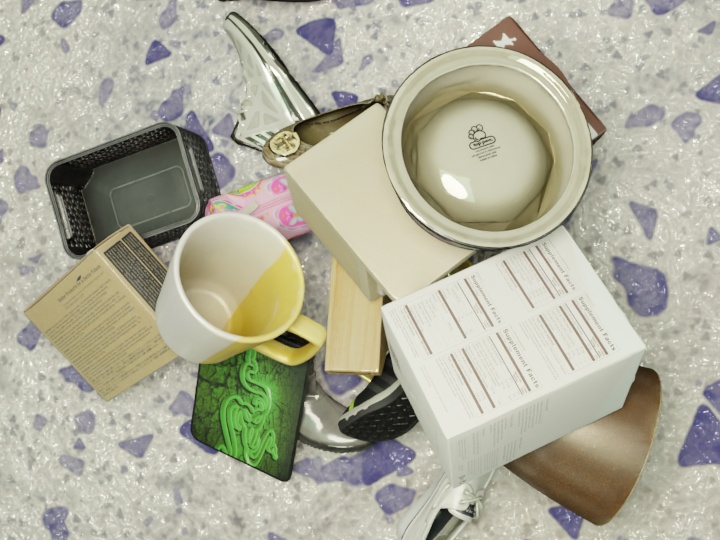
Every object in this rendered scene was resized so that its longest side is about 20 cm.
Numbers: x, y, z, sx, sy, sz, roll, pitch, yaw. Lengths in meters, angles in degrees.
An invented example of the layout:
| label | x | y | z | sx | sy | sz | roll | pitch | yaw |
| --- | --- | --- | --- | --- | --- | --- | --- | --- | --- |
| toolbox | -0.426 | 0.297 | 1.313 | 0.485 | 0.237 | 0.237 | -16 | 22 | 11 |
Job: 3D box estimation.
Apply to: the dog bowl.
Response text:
| label | x | y | z | sx | sy | sz | roll | pitch | yaw |
| --- | --- | --- | --- | --- | --- | --- | --- | --- | --- |
| dog bowl | 0.117 | -0.109 | 0.812 | 0.199 | 0.074 | 0.201 | 1 | 77 | -3 |

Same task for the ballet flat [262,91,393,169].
| label | x | y | z | sx | sy | sz | roll | pitch | yaw |
| --- | --- | --- | --- | --- | --- | --- | --- | --- | --- |
| ballet flat | -0.031 | -0.178 | 1.042 | 0.199 | 0.046 | 0.068 | -22 | 64 | -23 |

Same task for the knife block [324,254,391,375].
| label | x | y | z | sx | sy | sz | roll | pitch | yaw |
| --- | --- | --- | --- | --- | --- | --- | --- | --- | --- |
| knife block | 0.000 | 0.000 | 0.976 | 0.064 | 0.200 | 0.176 | 0 | 119 | 12 |

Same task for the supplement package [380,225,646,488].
| label | x | y | z | sx | sy | sz | roll | pitch | yaw |
| --- | --- | --- | --- | --- | --- | --- | --- | --- | --- |
| supplement package | 0.145 | 0.088 | 0.835 | 0.199 | 0.152 | 0.151 | -24 | 59 | -6 |

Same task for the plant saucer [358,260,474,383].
| label | x | y | z | sx | sy | sz | roll | pitch | yaw |
| --- | --- | --- | --- | --- | --- | --- | --- | --- | --- |
| plant saucer | 0.096 | 0.080 | 1.064 | 0.200 | 0.048 | 0.200 | 36 | 96 | 9 |

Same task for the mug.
| label | x | y | z | sx | sy | sz | roll | pitch | yaw |
| --- | --- | --- | --- | --- | --- | --- | --- | --- | --- |
| mug | -0.151 | 0.050 | 0.951 | 0.187 | 0.149 | 0.153 | 56 | 142 | 4 |

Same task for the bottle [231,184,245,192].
| label | x | y | z | sx | sy | sz | roll | pitch | yaw |
| --- | --- | --- | --- | --- | --- | --- | --- | --- | --- |
| bottle | -0.164 | -0.011 | 1.104 | 0.083 | 0.065 | 0.201 | 13 | 92 | 35 |

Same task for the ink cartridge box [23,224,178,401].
| label | x | y | z | sx | sy | sz | roll | pitch | yaw |
| --- | --- | --- | --- | --- | --- | --- | --- | --- | --- |
| ink cartridge box | -0.310 | 0.059 | 1.070 | 0.200 | 0.075 | 0.165 | -30 | 103 | 39 |

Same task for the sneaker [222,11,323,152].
| label | x | y | z | sx | sy | sz | roll | pitch | yaw |
| --- | --- | --- | --- | --- | --- | --- | --- | --- | --- |
| sneaker | -0.144 | -0.232 | 1.099 | 0.115 | 0.076 | 0.201 | -36 | 86 | 7 |

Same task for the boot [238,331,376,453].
| label | x | y | z | sx | sy | sz | roll | pitch | yaw |
| --- | --- | --- | --- | --- | --- | --- | --- | --- | --- |
| boot | -0.064 | 0.147 | 1.065 | 0.199 | 0.070 | 0.132 | 14 | 113 | 10 |

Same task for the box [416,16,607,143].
| label | x | y | z | sx | sy | sz | roll | pitch | yaw |
| --- | --- | --- | --- | --- | --- | --- | --- | --- | --- |
| box | 0.139 | -0.141 | 0.961 | 0.164 | 0.200 | 0.166 | -37 | 82 | -11 |

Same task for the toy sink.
| label | x | y | z | sx | sy | sz | roll | pitch | yaw |
| --- | --- | --- | --- | --- | --- | --- | --- | --- | --- |
| toy sink | 0.031 | -0.053 | 0.907 | 0.130 | 0.112 | 0.200 | -37 | 70 | -12 |

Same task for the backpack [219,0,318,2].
| label | x | y | z | sx | sy | sz | roll | pitch | yaw |
| --- | --- | --- | --- | --- | --- | --- | --- | --- | --- |
| backpack | -0.107 | -0.433 | 1.049 | 0.199 | 0.162 | 0.169 | 10 | 88 | 12 |

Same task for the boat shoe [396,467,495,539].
| label | x | y | z | sx | sy | sz | roll | pitch | yaw |
| --- | --- | --- | --- | --- | --- | --- | --- | --- | --- |
| boat shoe | 0.123 | 0.283 | 1.039 | 0.073 | 0.065 | 0.201 | 24 | 105 | -28 |

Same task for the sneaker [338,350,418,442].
| label | x | y | z | sx | sy | sz | roll | pitch | yaw |
| --- | --- | --- | --- | --- | --- | --- | --- | --- | --- |
| sneaker | 0.051 | 0.132 | 1.005 | 0.072 | 0.083 | 0.200 | 32 | 124 | -30 |

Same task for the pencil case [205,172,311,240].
| label | x | y | z | sx | sy | sz | roll | pitch | yaw |
| --- | --- | --- | --- | --- | --- | --- | --- | --- | --- |
| pencil case | -0.094 | -0.081 | 1.044 | 0.199 | 0.087 | 0.088 | -23 | 85 | -20 |

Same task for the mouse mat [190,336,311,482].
| label | x | y | z | sx | sy | sz | roll | pitch | yaw |
| --- | --- | --- | --- | --- | --- | --- | --- | --- | --- |
| mouse mat | -0.144 | 0.162 | 1.074 | 0.160 | 0.008 | 0.201 | 20 | 115 | 20 |

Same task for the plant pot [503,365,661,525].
| label | x | y | z | sx | sy | sz | roll | pitch | yaw |
| --- | --- | --- | --- | --- | --- | --- | --- | --- | --- |
| plant pot | 0.206 | 0.163 | 0.958 | 0.199 | 0.187 | 0.188 | 22 | 94 | 3 |

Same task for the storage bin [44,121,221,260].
| label | x | y | z | sx | sy | sz | roll | pitch | yaw |
| --- | --- | --- | --- | --- | --- | --- | --- | --- | --- |
| storage bin | -0.299 | -0.101 | 1.122 | 0.199 | 0.094 | 0.136 | -18 | 86 | 10 |
